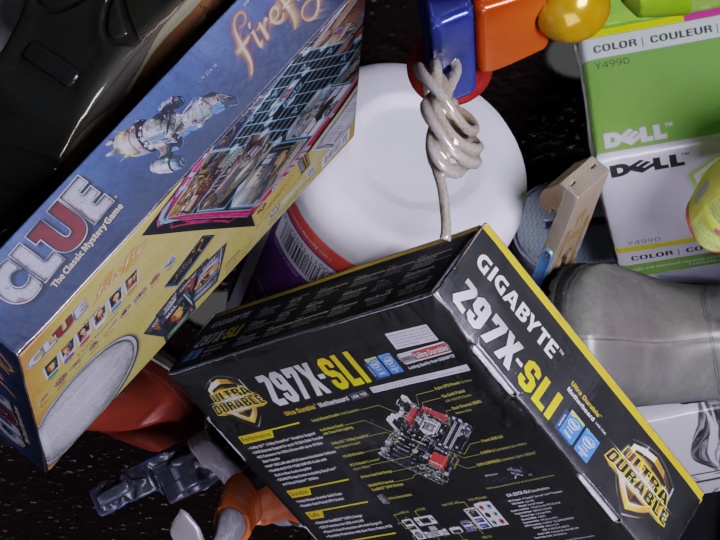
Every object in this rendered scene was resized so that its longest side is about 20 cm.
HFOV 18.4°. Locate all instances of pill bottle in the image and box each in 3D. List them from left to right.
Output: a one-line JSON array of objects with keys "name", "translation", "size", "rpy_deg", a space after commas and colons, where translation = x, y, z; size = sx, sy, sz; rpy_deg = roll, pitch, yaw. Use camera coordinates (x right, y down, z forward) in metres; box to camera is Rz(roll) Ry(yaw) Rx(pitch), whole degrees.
[{"name": "pill bottle", "translation": [0.000, 0.000, 1.057], "size": [0.111, 0.113, 0.200], "rpy_deg": [6, 147, -14]}]

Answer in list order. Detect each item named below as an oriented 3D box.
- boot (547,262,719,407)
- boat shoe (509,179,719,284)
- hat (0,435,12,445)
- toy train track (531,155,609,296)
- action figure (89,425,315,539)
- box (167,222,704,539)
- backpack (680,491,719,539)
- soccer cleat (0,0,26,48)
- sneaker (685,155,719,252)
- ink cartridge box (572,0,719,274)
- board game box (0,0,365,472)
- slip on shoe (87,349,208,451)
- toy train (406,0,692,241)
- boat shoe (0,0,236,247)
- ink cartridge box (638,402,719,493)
[{"name": "boot", "translation": [0.174, 0.025, 0.997], "size": [0.130, 0.068, 0.199], "rpy_deg": [-7, 173, 32]}, {"name": "boat shoe", "translation": [0.174, -0.021, 1.096], "size": [0.198, 0.074, 0.067], "rpy_deg": [2, 164, 10]}, {"name": "hat", "translation": [-0.171, -0.027, 1.008], "size": [0.081, 0.201, 0.201], "rpy_deg": [-32, 172, -43]}, {"name": "toy train track", "translation": [0.072, 0.012, 1.025], "size": [0.115, 0.032, 0.201], "rpy_deg": [-40, 160, -31]}, {"name": "action figure", "translation": [-0.047, 0.124, 1.196], "size": [0.199, 0.105, 0.194], "rpy_deg": [-25, -174, 10]}, {"name": "box", "translation": [0.029, 0.071, 0.973], "size": [0.160, 0.049, 0.199], "rpy_deg": [51, 144, -16]}, {"name": "backpack", "translation": [0.207, 0.221, 1.353], "size": [0.198, 0.192, 0.154], "rpy_deg": [-17, 162, 21]}, {"name": "soccer cleat", "translation": [-0.101, -0.080, 0.947], "size": [0.068, 0.086, 0.200], "rpy_deg": [-19, 145, 24]}, {"name": "sneaker", "translation": [0.227, -0.020, 0.953], "size": [0.198, 0.079, 0.090], "rpy_deg": [17, 151, -22]}, {"name": "ink cartridge box", "translation": [0.166, -0.088, 0.966], "size": [0.146, 0.076, 0.200], "rpy_deg": [-10, 149, 10]}, {"name": "board game box", "translation": [-0.074, -0.024, 0.875], "size": [0.035, 0.200, 0.136], "rpy_deg": [37, 160, 12]}, {"name": "slip on shoe", "translation": [-0.155, 0.063, 1.191], "size": [0.074, 0.062, 0.200], "rpy_deg": [-24, 145, 25]}, {"name": "toy train", "translation": [0.072, -0.100, 0.827], "size": [0.115, 0.202, 0.085], "rpy_deg": [-9, 148, 0]}, {"name": "boat shoe", "translation": [-0.092, -0.089, 0.882], "size": [0.201, 0.076, 0.074], "rpy_deg": [-53, 149, 3]}, {"name": "ink cartridge box", "translation": [0.181, 0.061, 1.180], "size": [0.198, 0.085, 0.146], "rpy_deg": [-13, 156, 13]}]
